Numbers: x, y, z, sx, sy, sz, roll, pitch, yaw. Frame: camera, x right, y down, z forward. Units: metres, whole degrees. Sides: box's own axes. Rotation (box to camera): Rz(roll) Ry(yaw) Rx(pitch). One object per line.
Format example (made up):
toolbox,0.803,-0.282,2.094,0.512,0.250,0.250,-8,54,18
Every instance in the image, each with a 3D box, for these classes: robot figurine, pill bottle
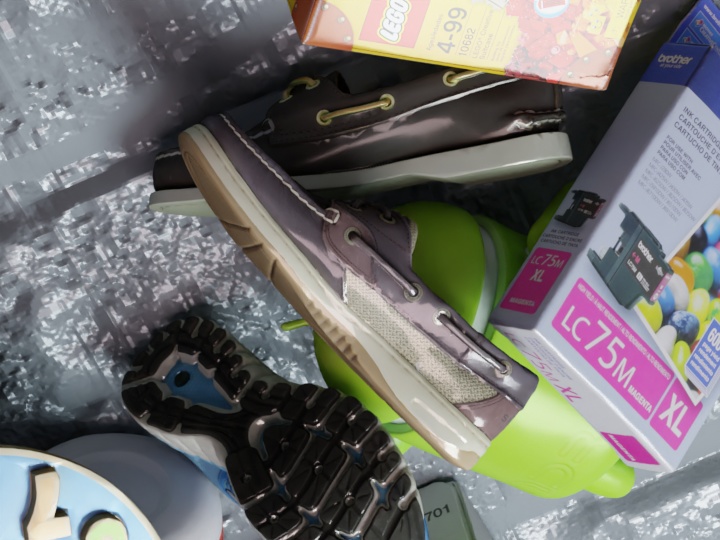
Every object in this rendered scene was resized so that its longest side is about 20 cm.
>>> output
robot figurine,0.064,0.039,1.330,0.200,0.116,0.175,24,123,-27
pill bottle,-0.124,0.189,1.403,0.112,0.113,0.200,-6,127,-8

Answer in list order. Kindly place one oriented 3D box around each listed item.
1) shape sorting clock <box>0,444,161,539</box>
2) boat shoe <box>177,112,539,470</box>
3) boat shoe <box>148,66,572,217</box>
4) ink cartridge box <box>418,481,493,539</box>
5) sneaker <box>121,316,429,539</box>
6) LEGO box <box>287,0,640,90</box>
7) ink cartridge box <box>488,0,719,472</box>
shape sorting clock,-0.176,0.180,1.268,0.200,0.039,0.200,-7,107,-23
boat shoe,0.000,0.000,1.224,0.065,0.072,0.200,-43,94,-7
boat shoe,-0.003,-0.064,1.275,0.201,0.072,0.061,-8,86,8
ink cartridge box,0.033,0.231,1.488,0.146,0.086,0.200,-25,129,7
sneaker,-0.028,0.095,1.319,0.078,0.200,0.090,-47,138,-5
LEGO box,0.064,-0.191,1.183,0.149,0.077,0.200,7,124,-18
ink cartridge box,0.154,-0.019,1.287,0.119,0.042,0.200,44,68,-32
